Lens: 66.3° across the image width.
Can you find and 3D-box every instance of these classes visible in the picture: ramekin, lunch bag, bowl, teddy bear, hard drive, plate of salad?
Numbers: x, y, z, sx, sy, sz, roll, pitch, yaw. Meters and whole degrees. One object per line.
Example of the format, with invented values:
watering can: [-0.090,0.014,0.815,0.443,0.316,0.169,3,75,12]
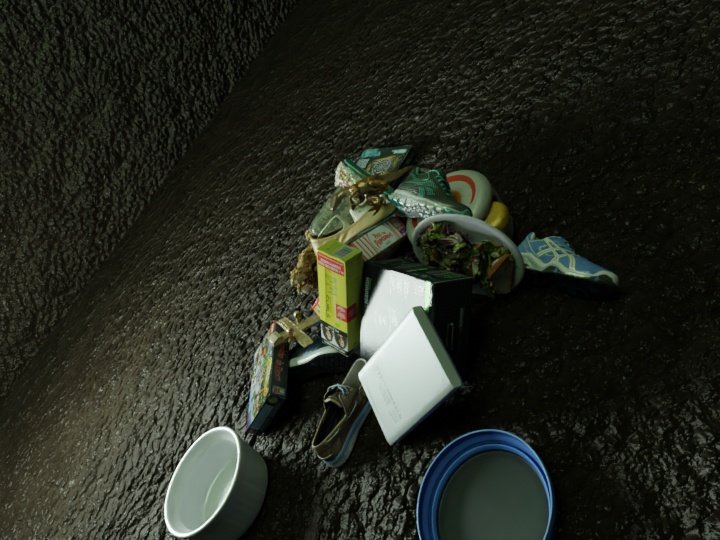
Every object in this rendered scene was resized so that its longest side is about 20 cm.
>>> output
ramekin: [-0.267,0.413,1.045,0.197,0.098,0.204,-28,39,25]
lunch bag: [-0.003,-0.101,1.231,0.137,0.168,0.203,31,78,15]
bowl: [0.166,0.316,0.731,0.197,0.039,0.204,-29,38,25]
teddy bear: [-0.103,-0.040,1.298,0.066,0.144,0.205,23,89,32]
hard drive: [0.070,0.169,0.864,0.134,0.025,0.201,62,140,27]
plate of salad: [0.173,-0.015,0.915,0.196,0.201,0.049,-4,47,44]

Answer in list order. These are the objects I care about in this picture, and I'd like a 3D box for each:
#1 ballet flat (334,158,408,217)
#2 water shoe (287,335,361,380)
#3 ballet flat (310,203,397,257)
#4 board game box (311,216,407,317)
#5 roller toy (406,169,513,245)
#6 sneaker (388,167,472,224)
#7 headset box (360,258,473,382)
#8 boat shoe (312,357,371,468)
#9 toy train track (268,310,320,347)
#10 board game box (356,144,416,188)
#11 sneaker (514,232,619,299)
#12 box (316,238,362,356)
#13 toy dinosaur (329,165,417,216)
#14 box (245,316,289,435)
ballet flat: [0.025,-0.153,1.130,0.198,0.075,0.065,38,110,21]
water shoe: [-0.074,0.162,1.116,0.196,0.072,0.080,-19,40,33]
ballet flat: [-0.019,-0.089,1.077,0.197,0.064,0.069,-32,8,20]
board game box: [0.000,0.000,1.084,0.150,0.046,0.201,-34,-16,-46]
roller toy: [0.182,-0.086,1.031,0.180,0.140,0.203,-35,36,15]
sneaker: [0.128,-0.134,0.955,0.092,0.077,0.199,-55,39,-3]
headset box: [0.093,0.085,0.920,0.198,0.091,0.180,18,109,52]
boat shoe: [-0.026,0.240,0.984,0.071,0.072,0.204,-9,49,40]
toy train track: [-0.107,0.099,1.161,0.197,0.033,0.114,-26,38,-31]
board game box: [0.046,-0.267,1.459,0.197,0.028,0.137,10,62,51]
sneaker: [0.317,-0.014,0.871,0.078,0.075,0.198,-56,37,-8]
box: [-0.035,0.051,0.995,0.074,0.205,0.050,24,39,33]
toy dinosaur: [0.030,-0.164,1.043,0.194,0.062,0.107,-20,38,-3]
box: [-0.193,0.221,1.165,0.138,0.037,0.203,-57,24,35]
